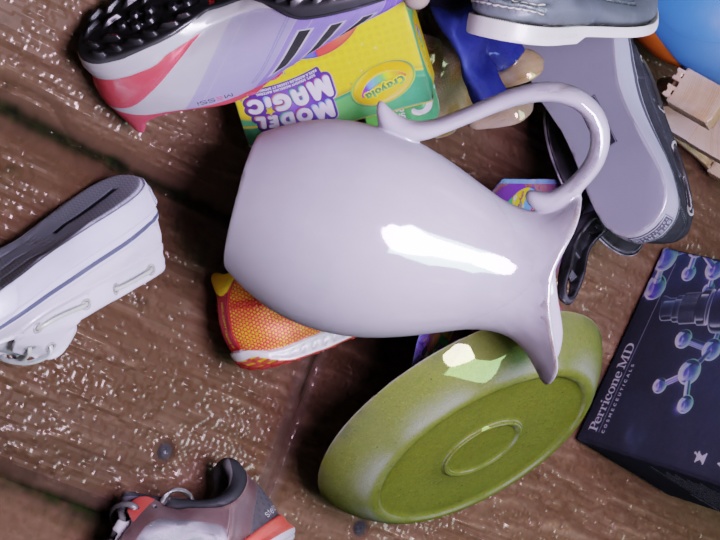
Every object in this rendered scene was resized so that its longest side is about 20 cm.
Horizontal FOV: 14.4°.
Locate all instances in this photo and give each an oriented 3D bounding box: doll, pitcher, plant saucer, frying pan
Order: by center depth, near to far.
[{"bbox_3d":[0.034,-0.039,1.625,0.200,0.121,0.172,14,98,3],"label":"pitcher"},{"bbox_3d":[0.053,-0.185,1.659,0.137,0.048,0.200,-73,146,-48],"label":"doll"},{"bbox_3d":[0.069,0.099,1.749,0.200,0.031,0.200,-25,154,-13],"label":"plant saucer"},{"bbox_3d":[0.141,-0.055,1.790,0.115,0.031,0.190,62,26,-2],"label":"frying pan"}]

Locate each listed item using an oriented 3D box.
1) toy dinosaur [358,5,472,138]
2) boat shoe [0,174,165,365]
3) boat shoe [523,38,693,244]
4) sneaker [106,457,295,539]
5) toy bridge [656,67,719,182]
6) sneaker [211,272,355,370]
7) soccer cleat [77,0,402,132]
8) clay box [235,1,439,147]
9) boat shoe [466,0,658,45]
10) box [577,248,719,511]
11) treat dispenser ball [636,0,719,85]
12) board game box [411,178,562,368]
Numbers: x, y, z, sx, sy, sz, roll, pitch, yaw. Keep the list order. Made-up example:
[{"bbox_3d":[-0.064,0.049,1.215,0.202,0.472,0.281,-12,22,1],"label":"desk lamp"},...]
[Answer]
[{"bbox_3d":[0.033,-0.122,1.733,0.200,0.058,0.101,-34,120,-28],"label":"toy dinosaur"},{"bbox_3d":[-0.182,0.021,1.583,0.200,0.074,0.067,-33,116,-29],"label":"boat shoe"},{"bbox_3d":[0.154,-0.104,1.770,0.057,0.069,0.200,17,51,-57],"label":"boat shoe"},{"bbox_3d":[-0.136,0.176,1.674,0.200,0.077,0.082,-30,90,-31],"label":"sneaker"},{"bbox_3d":[0.219,-0.094,1.851,0.027,0.067,0.200,-58,161,-3],"label":"toy bridge"},{"bbox_3d":[0.000,0.000,1.729,0.200,0.073,0.077,-19,97,-39],"label":"sneaker"},{"bbox_3d":[-0.057,-0.135,1.602,0.200,0.068,0.073,-17,133,11],"label":"soccer cleat"},{"bbox_3d":[-0.030,-0.156,1.645,0.115,0.048,0.200,-14,113,8],"label":"clay box"},{"bbox_3d":[0.125,-0.169,1.654,0.200,0.073,0.062,-17,116,-59],"label":"boat shoe"},{"bbox_3d":[0.268,0.085,1.873,0.107,0.200,0.149,31,79,-37],"label":"box"},{"bbox_3d":[0.249,-0.213,1.791,0.201,0.201,0.201,-10,106,-37],"label":"treat dispenser ball"},{"bbox_3d":[0.098,0.023,1.768,0.200,0.039,0.158,-3,116,-66],"label":"board game box"}]
